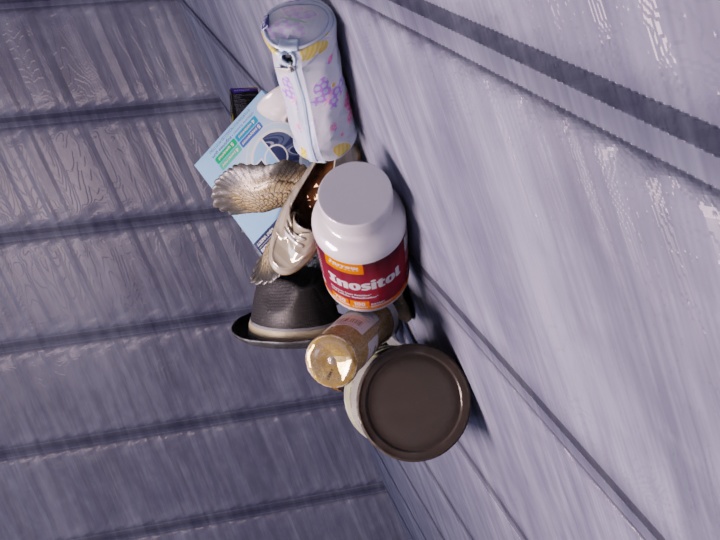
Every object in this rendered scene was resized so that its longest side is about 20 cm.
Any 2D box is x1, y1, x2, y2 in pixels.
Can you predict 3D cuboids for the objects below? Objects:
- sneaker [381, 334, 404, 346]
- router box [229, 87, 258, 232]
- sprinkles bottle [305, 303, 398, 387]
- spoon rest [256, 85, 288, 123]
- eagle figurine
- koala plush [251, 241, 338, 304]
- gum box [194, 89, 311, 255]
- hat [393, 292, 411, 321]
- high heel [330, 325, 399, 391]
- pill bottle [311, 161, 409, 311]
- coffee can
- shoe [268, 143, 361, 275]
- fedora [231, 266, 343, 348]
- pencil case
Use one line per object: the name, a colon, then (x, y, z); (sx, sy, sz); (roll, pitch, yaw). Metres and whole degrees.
sneaker: (0.037, 0.142, 1.398); (0.200, 0.086, 0.080); (48, 170, 12)
router box: (-0.195, -0.193, 1.594); (0.201, 0.052, 0.158); (95, 165, -45)
sprinkles bottle: (-0.007, 0.086, 1.162); (0.069, 0.068, 0.200); (66, -159, -5)
spoon rest: (-0.085, -0.226, 1.233); (0.061, 0.099, 0.200); (62, -178, 9)
eagle figurine: (-0.093, -0.086, 1.267); (0.152, 0.199, 0.151); (-124, 13, -52)
koala plush: (-0.116, -0.032, 1.517); (0.200, 0.183, 0.178); (50, 169, 25)
gum box: (-0.142, -0.148, 1.418); (0.200, 0.170, 0.045); (52, -161, 16)
hat: (0.000, 0.000, 1.340); (0.201, 0.081, 0.201); (155, 90, -83)
high heel: (-0.008, 0.103, 1.473); (0.071, 0.142, 0.201); (-129, 16, -62)
pill bottle: (0.001, -0.039, 1.094); (0.200, 0.113, 0.113); (80, 164, -62)
coffee can: (0.056, 0.173, 1.233); (0.200, 0.146, 0.147); (141, 104, -82)
shoe: (-0.069, -0.083, 1.178); (0.070, 0.201, 0.053); (32, -167, 14)
fedora: (-0.098, 0.047, 1.321); (0.201, 0.199, 0.092); (-142, 47, -74)
pencil case: (-0.055, -0.215, 1.053); (0.200, 0.083, 0.091); (76, -171, -57)
